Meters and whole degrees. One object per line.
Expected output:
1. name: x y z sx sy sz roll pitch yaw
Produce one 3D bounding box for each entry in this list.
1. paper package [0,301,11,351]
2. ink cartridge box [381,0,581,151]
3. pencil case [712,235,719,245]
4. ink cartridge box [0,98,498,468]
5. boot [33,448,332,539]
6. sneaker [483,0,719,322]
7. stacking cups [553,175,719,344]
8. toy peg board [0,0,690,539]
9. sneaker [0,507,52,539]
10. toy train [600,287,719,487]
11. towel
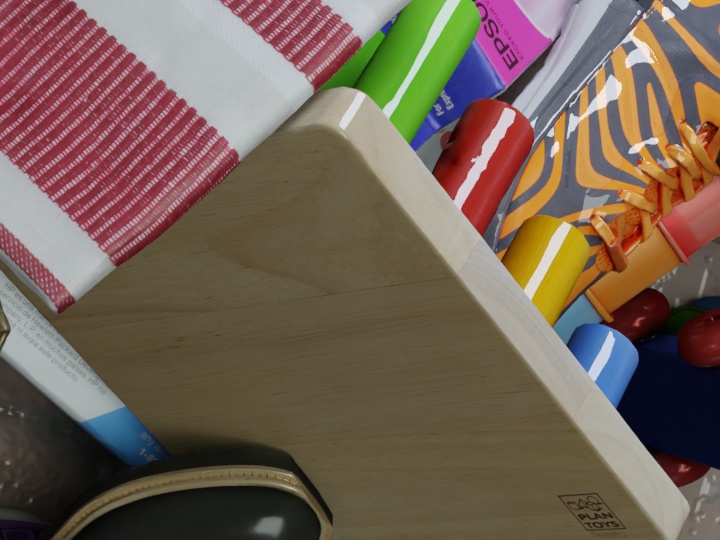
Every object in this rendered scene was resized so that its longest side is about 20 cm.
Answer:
1. paper package: -0.240 0.009 0.883 0.190 0.200 0.104 23 90 -22
2. ink cartridge box: 0.043 -0.125 0.997 0.095 0.037 0.200 56 44 -10
3. pencil case: 0.180 -0.107 1.091 0.077 0.089 0.201 13 93 7
4. ink cartridge box: -0.053 -0.024 1.011 0.144 0.085 0.200 43 83 -21
5. boot: -0.099 0.153 0.900 0.199 0.139 0.078 -28 121 15
6. sneaker: 0.113 -0.037 0.973 0.112 0.078 0.201 22 76 20
7. stacking cups: 0.068 0.009 1.040 0.200 0.061 0.061 -37 109 9
8. toy peg board: 0.000 0.000 0.897 0.199 0.199 0.098 50 54 -28
9. sneaker: -0.112 0.133 1.012 0.199 0.083 0.081 -8 100 -17
10. toy train: 0.189 0.042 1.051 0.115 0.200 0.085 -25 105 -20
11. towel: -0.061 -0.093 0.803 0.200 0.144 0.023 -43 151 -10
